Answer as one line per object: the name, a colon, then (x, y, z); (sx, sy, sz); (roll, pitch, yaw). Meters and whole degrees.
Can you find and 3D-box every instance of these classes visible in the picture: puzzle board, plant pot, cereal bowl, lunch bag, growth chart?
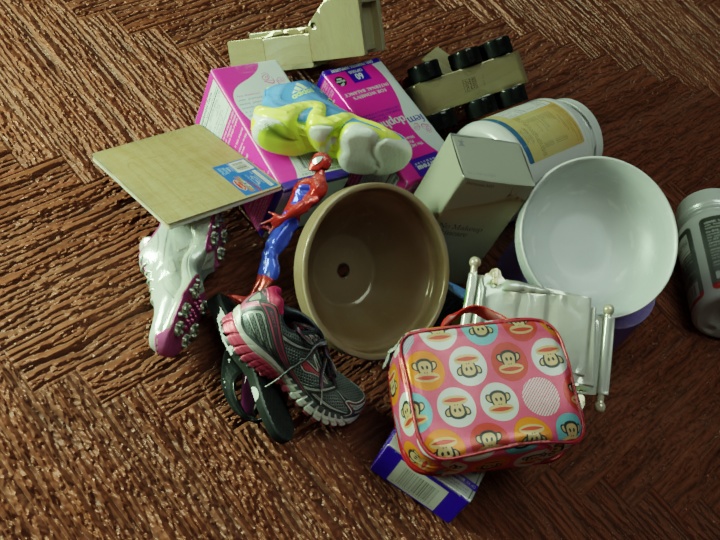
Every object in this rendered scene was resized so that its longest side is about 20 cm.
puzzle board: (-0.209, -0.114, 1.171); (0.150, 0.018, 0.200); (-22, 41, -31)
plant pot: (0.000, 0.000, 1.158); (0.199, 0.092, 0.203); (-1, 92, -30)
cereal bowl: (0.282, -0.037, 1.212); (0.198, 0.083, 0.202); (1, 85, -7)
lunch bag: (0.129, 0.122, 1.054); (0.198, 0.082, 0.178); (-3, 63, -15)
growth chart: (0.204, 0.080, 1.139); (0.198, 0.018, 0.146); (17, 82, -5)

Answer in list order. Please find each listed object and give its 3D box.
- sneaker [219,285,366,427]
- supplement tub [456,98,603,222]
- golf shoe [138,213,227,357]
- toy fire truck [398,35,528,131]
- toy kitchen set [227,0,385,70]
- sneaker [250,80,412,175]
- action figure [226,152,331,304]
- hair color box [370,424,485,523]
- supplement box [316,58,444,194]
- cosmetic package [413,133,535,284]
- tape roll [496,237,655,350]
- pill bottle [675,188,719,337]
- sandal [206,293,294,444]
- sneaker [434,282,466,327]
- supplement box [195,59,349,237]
sneaker: (-0.058, 0.097, 1.049); (0.200, 0.075, 0.081); (42, 14, -35)
supplement tub: (0.233, -0.159, 1.380); (0.199, 0.145, 0.145); (-24, 67, -37)
golf shoe: (-0.213, 0.010, 1.104); (0.091, 0.076, 0.201); (7, 50, 7)
toy fire truck: (0.127, -0.275, 1.447); (0.175, 0.200, 0.130); (-21, 95, -13)
toy kitchen set: (-0.066, -0.377, 1.348); (0.198, 0.182, 0.163); (-1, 17, 23)
sneaker: (-0.032, -0.183, 1.187); (0.198, 0.076, 0.106); (12, 50, -17)
action figure: (-0.089, -0.049, 1.129); (0.051, 0.065, 0.201); (33, 81, -8)
hair color box: (0.107, 0.172, 1.122); (0.109, 0.065, 0.200); (34, 46, 3)
supplement box: (0.025, -0.171, 1.312); (0.101, 0.104, 0.201); (-22, 68, -35)
cosmetic package: (0.121, -0.072, 1.223); (0.103, 0.200, 0.074); (4, 53, -21)
tape roll: (0.286, 0.015, 1.312); (0.198, 0.085, 0.201); (12, 50, -15)
pill bottle: (0.522, -0.014, 1.424); (0.113, 0.114, 0.201); (15, 50, -14)
sandal: (-0.126, 0.113, 1.065); (0.048, 0.075, 0.201); (-35, 53, 6)
sneaker: (0.164, 0.074, 1.228); (0.199, 0.066, 0.078); (37, 37, 5)
supplement box: (-0.116, -0.157, 1.245); (0.101, 0.104, 0.201); (-16, 64, -33)
